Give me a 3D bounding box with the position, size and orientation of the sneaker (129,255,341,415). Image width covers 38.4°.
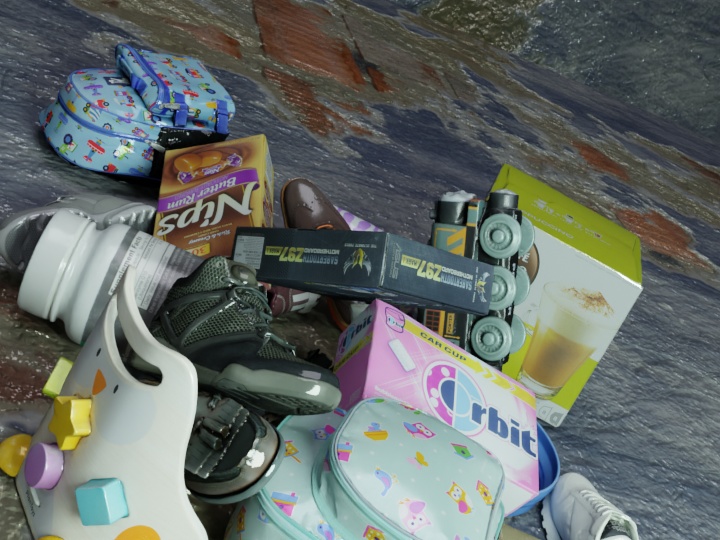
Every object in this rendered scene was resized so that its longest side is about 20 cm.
[{"bbox_3d":[-0.088,0.046,0.804,0.198,0.116,0.076,9,-18,40],"label":"sneaker"}]

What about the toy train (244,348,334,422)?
[{"bbox_3d":[-0.078,0.120,0.945,0.034,0.046,0.200,45,28,7],"label":"toy train"}]

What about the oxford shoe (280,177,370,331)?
[{"bbox_3d":[-0.029,-0.028,1.155,0.071,0.073,0.201,-25,73,-19],"label":"oxford shoe"}]

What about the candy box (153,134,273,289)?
[{"bbox_3d":[-0.152,-0.057,1.087,0.115,0.057,0.202,-9,44,4],"label":"candy box"}]

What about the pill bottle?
[{"bbox_3d":[-0.193,0.028,0.922,0.198,0.114,0.113,23,24,-7],"label":"pill bottle"}]

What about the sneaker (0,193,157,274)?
[{"bbox_3d":[-0.291,-0.037,1.026,0.081,0.076,0.199,21,14,24],"label":"sneaker"}]

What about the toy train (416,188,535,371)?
[{"bbox_3d":[0.118,0.013,1.093,0.112,0.203,0.085,7,6,22],"label":"toy train"}]

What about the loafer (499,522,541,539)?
[{"bbox_3d":[0.164,0.268,0.861,0.199,0.077,0.067,35,32,17],"label":"loafer"}]

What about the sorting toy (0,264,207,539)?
[{"bbox_3d":[-0.170,0.101,0.721,0.106,0.182,0.200,6,31,-39],"label":"sorting toy"}]

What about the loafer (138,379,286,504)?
[{"bbox_3d":[-0.126,0.121,0.771,0.063,0.072,0.199,46,-21,-23],"label":"loafer"}]

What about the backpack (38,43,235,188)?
[{"bbox_3d":[-0.275,-0.186,1.240,0.198,0.136,0.183,6,31,-34],"label":"backpack"}]

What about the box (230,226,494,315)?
[{"bbox_3d":[0.000,0.000,0.955,0.198,0.052,0.157,5,-6,42],"label":"box"}]

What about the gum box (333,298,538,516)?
[{"bbox_3d":[0.071,0.128,0.913,0.199,0.066,0.114,31,40,-19],"label":"gum box"}]

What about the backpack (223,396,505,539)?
[{"bbox_3d":[0.005,0.187,0.773,0.198,0.155,0.176,22,28,8],"label":"backpack"}]

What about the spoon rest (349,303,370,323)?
[{"bbox_3d":[0.000,0.124,0.966,0.098,0.061,0.202,5,47,5],"label":"spoon rest"}]

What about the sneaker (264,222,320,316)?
[{"bbox_3d":[-0.140,-0.020,1.123,0.199,0.076,0.115,38,29,21],"label":"sneaker"}]

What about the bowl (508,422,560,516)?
[{"bbox_3d":[0.104,0.168,1.042,0.198,0.040,0.201,23,24,-11],"label":"bowl"}]

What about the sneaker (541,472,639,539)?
[{"bbox_3d":[0.222,0.246,0.960,0.076,0.081,0.201,21,23,-9],"label":"sneaker"}]

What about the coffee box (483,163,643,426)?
[{"bbox_3d":[0.202,0.021,1.231,0.198,0.199,0.200,29,22,4],"label":"coffee box"}]

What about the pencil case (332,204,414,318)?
[{"bbox_3d":[-0.002,-0.017,1.243,0.198,0.086,0.084,29,8,4],"label":"pencil case"}]
